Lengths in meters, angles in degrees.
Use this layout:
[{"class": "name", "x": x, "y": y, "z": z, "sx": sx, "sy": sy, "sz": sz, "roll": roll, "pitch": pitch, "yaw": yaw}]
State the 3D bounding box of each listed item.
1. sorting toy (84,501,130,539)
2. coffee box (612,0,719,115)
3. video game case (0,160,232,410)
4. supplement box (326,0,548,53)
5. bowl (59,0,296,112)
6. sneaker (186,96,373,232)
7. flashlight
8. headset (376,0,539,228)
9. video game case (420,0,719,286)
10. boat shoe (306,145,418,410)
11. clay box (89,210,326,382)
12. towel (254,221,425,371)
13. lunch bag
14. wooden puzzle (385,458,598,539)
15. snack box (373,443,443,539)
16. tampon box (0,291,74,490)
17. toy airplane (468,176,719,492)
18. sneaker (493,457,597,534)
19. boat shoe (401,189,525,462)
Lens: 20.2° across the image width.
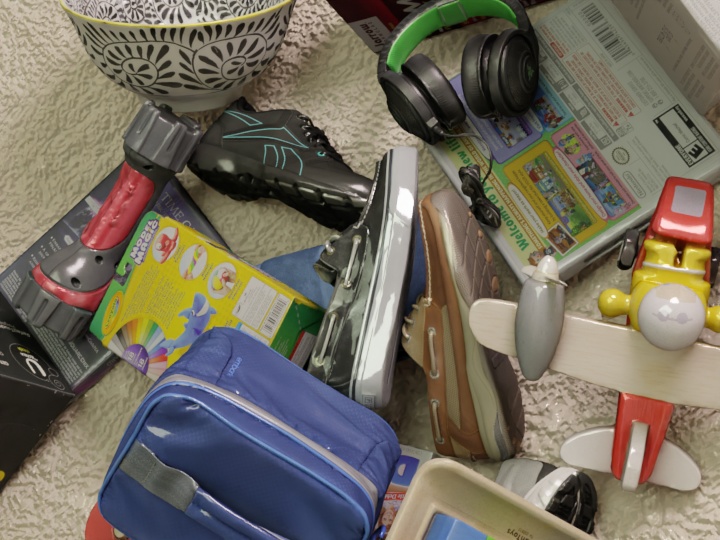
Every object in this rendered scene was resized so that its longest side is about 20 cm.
[{"class": "sorting toy", "x": -0.156, "y": 0.264, "z": 1.486, "sx": 0.199, "sy": 0.070, "sz": 0.200, "roll": 32, "pitch": 90, "yaw": 32}, {"class": "coffee box", "x": 0.263, "y": -0.257, "z": 1.392, "sx": 0.198, "sy": 0.200, "sz": 0.200, "roll": -37, "pitch": 85, "yaw": 0}, {"class": "video game case", "x": -0.215, "y": 0.006, "z": 1.675, "sx": 0.200, "sy": 0.019, "sz": 0.143, "roll": -42, "pitch": 57, "yaw": 4}, {"class": "supplement box", "x": 0.076, "y": -0.244, "z": 1.586, "sx": 0.199, "sy": 0.109, "sz": 0.061, "roll": -14, "pitch": 63, "yaw": 21}, {"class": "bowl", "x": -0.144, "y": -0.188, "z": 1.661, "sx": 0.200, "sy": 0.201, "sz": 0.094, "roll": 14, "pitch": 119, "yaw": 31}, {"class": "sneaker", "x": -0.051, "y": -0.089, "z": 1.599, "sx": 0.200, "sy": 0.075, "sz": 0.079, "roll": 19, "pitch": 73, "yaw": 35}, {"class": "flashlight", "x": -0.203, "y": -0.042, "z": 1.616, "sx": 0.200, "sy": 0.068, "sz": 0.068, "roll": -58, "pitch": 19, "yaw": 11}, {"class": "headset", "x": 0.080, "y": -0.127, "z": 1.521, "sx": 0.123, "sy": 0.094, "sz": 0.200, "roll": -18, "pitch": 44, "yaw": 15}, {"class": "video game case", "x": 0.155, "y": -0.100, "z": 1.520, "sx": 0.182, "sy": 0.022, "sz": 0.200, "roll": -33, "pitch": 58, "yaw": 1}, {"class": "boat shoe", "x": 0.000, "y": 0.000, "z": 1.458, "sx": 0.071, "sy": 0.072, "sz": 0.201, "roll": 8, "pitch": 71, "yaw": 7}, {"class": "clay box", "x": -0.121, "y": 0.039, "z": 1.545, "sx": 0.200, "sy": 0.048, "sz": 0.115, "roll": 31, "pitch": 95, "yaw": 45}, {"class": "towel", "x": 0.001, "y": 0.024, "z": 1.541, "sx": 0.200, "sy": 0.049, "sz": 0.112, "roll": -18, "pitch": 61, "yaw": 20}, {"class": "lunch bag", "x": -0.072, "y": 0.152, "z": 1.398, "sx": 0.200, "sy": 0.132, "sz": 0.136, "roll": 31, "pitch": 119, "yaw": 0}, {"class": "wooden puzzle", "x": 0.080, "y": 0.249, "z": 1.325, "sx": 0.200, "sy": 0.185, "sz": 0.046, "roll": -63, "pitch": 25, "yaw": -7}, {"class": "snack box", "x": -0.037, "y": 0.152, "z": 1.516, "sx": 0.200, "sy": 0.024, "sz": 0.072, "roll": 10, "pitch": 75, "yaw": 30}, {"class": "tampon box", "x": -0.360, "y": 0.071, "z": 1.629, "sx": 0.126, "sy": 0.150, "sz": 0.200, "roll": -51, "pitch": 55, "yaw": 13}, {"class": "toy airplane", "x": 0.201, "y": 0.054, "z": 1.369, "sx": 0.200, "sy": 0.141, "sz": 0.199, "roll": -31, "pitch": 77, "yaw": -5}, {"class": "sneaker", "x": 0.088, "y": 0.221, "z": 1.403, "sx": 0.079, "sy": 0.074, "sz": 0.200, "roll": 20, "pitch": 73, "yaw": 44}, {"class": "boat shoe", "x": 0.062, "y": 0.043, "z": 1.441, "sx": 0.072, "sy": 0.076, "sz": 0.201, "roll": -9, "pitch": 95, "yaw": 21}]
